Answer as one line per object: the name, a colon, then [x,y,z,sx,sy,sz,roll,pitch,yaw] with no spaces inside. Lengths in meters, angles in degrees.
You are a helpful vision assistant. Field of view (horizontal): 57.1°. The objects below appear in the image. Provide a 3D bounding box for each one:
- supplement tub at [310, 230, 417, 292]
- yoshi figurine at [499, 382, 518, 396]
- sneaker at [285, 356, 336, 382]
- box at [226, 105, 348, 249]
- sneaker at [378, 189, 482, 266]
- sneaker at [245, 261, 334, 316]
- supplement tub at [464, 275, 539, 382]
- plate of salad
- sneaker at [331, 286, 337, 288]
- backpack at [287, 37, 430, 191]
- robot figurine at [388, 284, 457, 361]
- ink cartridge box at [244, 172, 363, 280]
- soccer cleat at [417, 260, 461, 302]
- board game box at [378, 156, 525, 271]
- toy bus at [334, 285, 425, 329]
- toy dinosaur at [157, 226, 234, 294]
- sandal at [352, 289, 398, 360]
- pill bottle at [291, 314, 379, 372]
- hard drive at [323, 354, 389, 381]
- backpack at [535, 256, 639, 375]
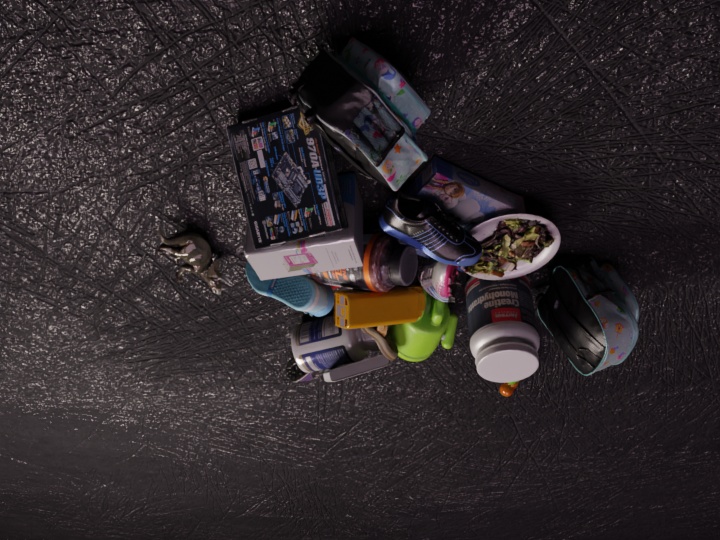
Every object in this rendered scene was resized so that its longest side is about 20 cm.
supplement tub: [0.005,-0.019,1.216,0.196,0.109,0.108,6,149,32]
yoshi figurine: [0.341,0.214,1.556,0.109,0.114,0.203,7,139,3]
sneaker: [-0.085,0.215,1.611,0.197,0.078,0.087,-25,155,30]
box: [-0.116,-0.149,1.055,0.155,0.046,0.206,-12,96,16]
sneaker: [0.130,-0.073,1.144,0.195,0.071,0.078,21,146,-7]
sneaker: [-0.134,0.034,1.323,0.081,0.198,0.130,-60,146,2]
supplement tub: [0.286,0.105,1.339,0.136,0.204,0.142,0,142,0]
plate of salad: [0.274,-0.032,1.226,0.194,0.049,0.202,-1,144,-1]
sneaker: [0.000,0.000,1.307,0.196,0.087,0.077,-22,136,27]
backpack: [0.013,-0.219,0.955,0.150,0.178,0.200,-42,133,4]
robot figurine: [0.124,0.118,1.428,0.171,0.118,0.202,13,141,-4]
ink cartridge box: [-0.096,-0.076,1.164,0.194,0.148,0.085,-7,145,10]
soccer cleat: [0.146,0.016,1.270,0.084,0.071,0.200,18,167,14]
board game box: [0.165,-0.095,1.217,0.195,0.044,0.200,18,139,-22]
toy bus: [0.043,0.066,1.250,0.195,0.067,0.078,-3,-175,-31]
toy dinosaur: [-0.331,-0.038,1.295,0.100,0.078,0.202,-18,135,4]
sandal: [0.036,0.104,1.349,0.053,0.081,0.201,-27,126,12]
pill bottle: [-0.047,0.155,1.482,0.195,0.113,0.112,-15,140,20]
hard drive: [-0.014,0.219,1.476,0.128,0.027,0.200,-16,173,-9]
backpack: [0.464,0.097,1.326,0.149,0.203,0.178,-7,143,-15]
